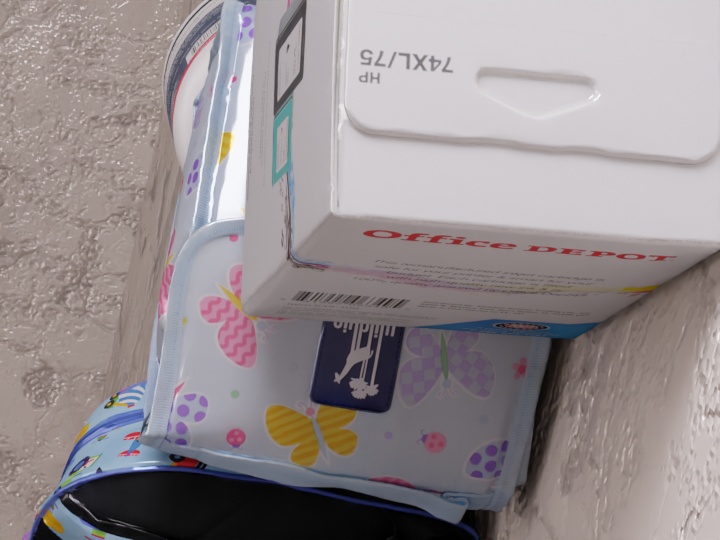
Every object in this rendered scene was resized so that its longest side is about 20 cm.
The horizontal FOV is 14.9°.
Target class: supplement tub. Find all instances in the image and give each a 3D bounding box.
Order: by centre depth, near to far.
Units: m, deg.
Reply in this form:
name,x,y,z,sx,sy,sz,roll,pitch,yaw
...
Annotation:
name,x,y,z,sx,sy,sz,roll,pitch,yaw
supplement tub,-0.051,-0.106,1.711,0.200,0.140,0.140,-114,36,-74

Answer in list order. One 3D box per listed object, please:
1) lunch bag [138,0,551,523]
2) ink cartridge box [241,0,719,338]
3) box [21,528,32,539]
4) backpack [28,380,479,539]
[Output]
name,x,y,z,sx,sy,sz,roll,pitch,yaw
lunch bag,0.000,0.000,1.207,0.127,0.170,0.200,115,166,-64
ink cartridge box,0.043,-0.064,1.054,0.200,0.147,0.146,138,135,-74
box,-0.112,0.219,1.588,0.039,0.137,0.200,-42,27,-8
backpack,-0.056,0.120,1.307,0.183,0.200,0.135,110,167,-46
